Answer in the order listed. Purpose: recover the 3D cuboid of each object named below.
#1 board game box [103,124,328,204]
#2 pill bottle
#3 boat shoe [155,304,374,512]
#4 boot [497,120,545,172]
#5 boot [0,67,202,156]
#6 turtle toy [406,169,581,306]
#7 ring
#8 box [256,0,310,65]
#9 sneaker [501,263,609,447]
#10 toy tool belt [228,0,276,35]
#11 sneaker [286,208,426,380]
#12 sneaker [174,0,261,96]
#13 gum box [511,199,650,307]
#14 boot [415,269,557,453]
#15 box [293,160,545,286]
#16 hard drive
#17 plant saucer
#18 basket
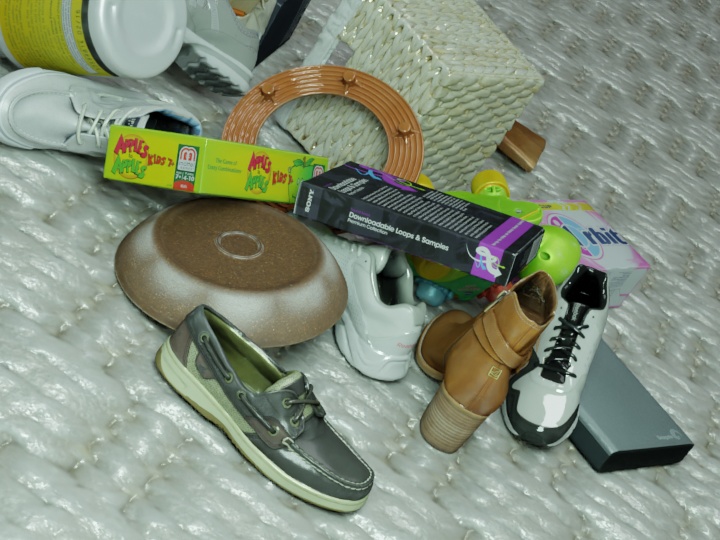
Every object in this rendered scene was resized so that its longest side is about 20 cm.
[{"bbox_3d":[-0.123,-0.091,1.372,0.101,0.048,0.200,11,4,28],"label":"board game box"},{"bbox_3d":[-0.263,-0.232,1.411,0.200,0.112,0.111,7,9,37],"label":"pill bottle"},{"bbox_3d":[-0.067,0.104,1.192,0.201,0.066,0.072,38,27,10],"label":"boat shoe"},{"bbox_3d":[0.129,-0.182,1.902,0.200,0.069,0.188,42,20,1],"label":"boot"},{"bbox_3d":[-0.229,-0.135,1.373,0.095,0.074,0.200,15,13,35],"label":"boot"},{"bbox_3d":[0.121,-0.022,1.534,0.199,0.101,0.146,-2,37,-5],"label":"turtle toy"},{"bbox_3d":[-0.037,-0.123,1.515,0.200,0.019,0.201,0,61,0],"label":"ring"},{"bbox_3d":[-0.168,-0.331,1.757,0.200,0.104,0.182,33,26,1],"label":"box"},{"bbox_3d":[0.182,0.074,1.437,0.074,0.080,0.200,18,49,7],"label":"sneaker"},{"bbox_3d":[-0.188,-0.298,1.596,0.200,0.125,0.123,16,-5,4],"label":"toy tool belt"},{"bbox_3d":[0.000,0.000,1.397,0.078,0.099,0.200,-1,42,-47],"label":"sneaker"},{"bbox_3d":[-0.173,-0.252,1.502,0.075,0.082,0.200,4,-26,40],"label":"sneaker"},{"bbox_3d":[0.216,-0.017,1.689,0.200,0.066,0.114,-3,45,-49],"label":"gum box"},{"bbox_3d":[0.117,0.054,1.370,0.074,0.155,0.200,27,28,-13],"label":"boot"},{"bbox_3d":[0.055,-0.045,1.388,0.200,0.036,0.143,21,16,13],"label":"box"},{"bbox_3d":[0.219,0.112,1.520,0.139,0.033,0.200,2,40,-45],"label":"hard drive"},{"bbox_3d":[-0.105,-0.009,1.310,0.200,0.037,0.201,11,32,-7],"label":"plant saucer"},{"bbox_3d":[0.052,-0.189,1.657,0.200,0.198,0.161,-5,47,-52],"label":"basket"}]
